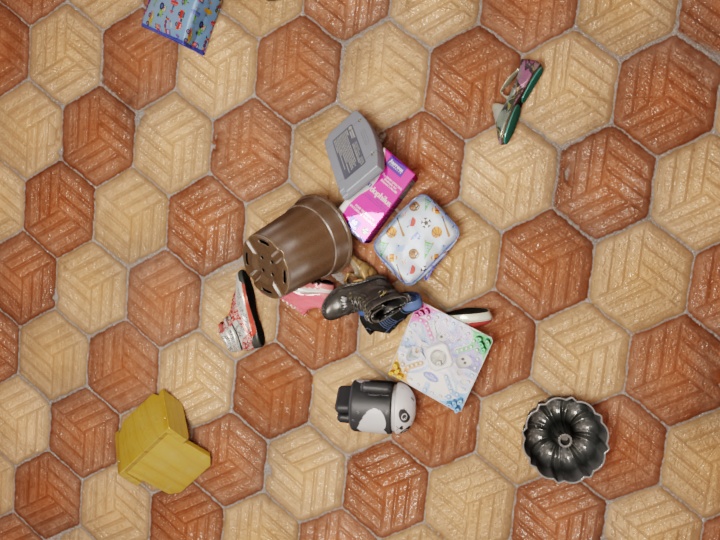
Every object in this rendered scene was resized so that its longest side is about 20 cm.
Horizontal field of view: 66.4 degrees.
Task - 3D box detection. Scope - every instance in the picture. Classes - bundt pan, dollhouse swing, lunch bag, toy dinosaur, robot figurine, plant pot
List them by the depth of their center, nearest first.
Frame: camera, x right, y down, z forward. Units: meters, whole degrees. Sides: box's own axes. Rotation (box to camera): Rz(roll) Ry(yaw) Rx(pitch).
[{"bbox_3d":[-0.154,-0.047,1.268,0.197,0.197,0.205,20,125,32],"label":"plant pot"},{"bbox_3d":[0.475,0.387,1.297,0.196,0.076,0.209,1,95,10],"label":"bundt pan"},{"bbox_3d":[0.134,-0.068,1.320,0.160,0.076,0.200,45,99,1],"label":"lunch bag"},{"bbox_3d":[0.038,0.333,1.341,0.194,0.150,0.129,2,82,9],"label":"robot figurine"},{"bbox_3d":[0.000,0.000,1.354,0.199,0.061,0.106,42,96,-19],"label":"toy dinosaur"},{"bbox_3d":[-0.464,-0.658,1.373,0.197,0.094,0.154,28,101,16],"label":"lunch bag"},{"bbox_3d":[-0.525,0.469,1.494,0.199,0.175,0.183,-42,46,10],"label":"dollhouse swing"}]

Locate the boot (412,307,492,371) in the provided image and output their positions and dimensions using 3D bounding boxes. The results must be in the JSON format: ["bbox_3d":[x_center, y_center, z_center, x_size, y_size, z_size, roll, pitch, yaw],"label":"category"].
[{"bbox_3d":[0.231,0.174,1.326,0.195,0.072,0.148,-14,92,19],"label":"boot"}]

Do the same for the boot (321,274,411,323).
[{"bbox_3d":[0.006,0.077,1.253,0.196,0.174,0.071,-27,109,-3],"label":"boot"}]

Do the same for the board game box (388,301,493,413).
[{"bbox_3d":[0.184,0.206,1.300,0.196,0.026,0.205,26,107,16],"label":"board game box"}]

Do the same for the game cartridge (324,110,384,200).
[{"bbox_3d":[-0.013,-0.275,1.285,0.132,0.041,0.204,-32,52,20],"label":"game cartridge"}]

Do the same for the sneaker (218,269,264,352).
[{"bbox_3d":[-0.321,0.109,1.413,0.105,0.067,0.207,-12,95,8],"label":"sneaker"}]

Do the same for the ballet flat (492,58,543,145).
[{"bbox_3d":[0.348,-0.390,1.268,0.070,0.069,0.204,27,95,24],"label":"ballet flat"}]

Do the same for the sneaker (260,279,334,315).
[{"bbox_3d":[-0.163,0.068,1.381,0.194,0.074,0.090,2,96,9],"label":"sneaker"}]

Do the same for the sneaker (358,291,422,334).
[{"bbox_3d":[0.078,0.106,1.318,0.197,0.070,0.079,-14,107,45],"label":"sneaker"}]

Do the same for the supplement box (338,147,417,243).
[{"bbox_3d":[0.038,-0.176,1.314,0.101,0.103,0.202,38,98,6],"label":"supplement box"}]
